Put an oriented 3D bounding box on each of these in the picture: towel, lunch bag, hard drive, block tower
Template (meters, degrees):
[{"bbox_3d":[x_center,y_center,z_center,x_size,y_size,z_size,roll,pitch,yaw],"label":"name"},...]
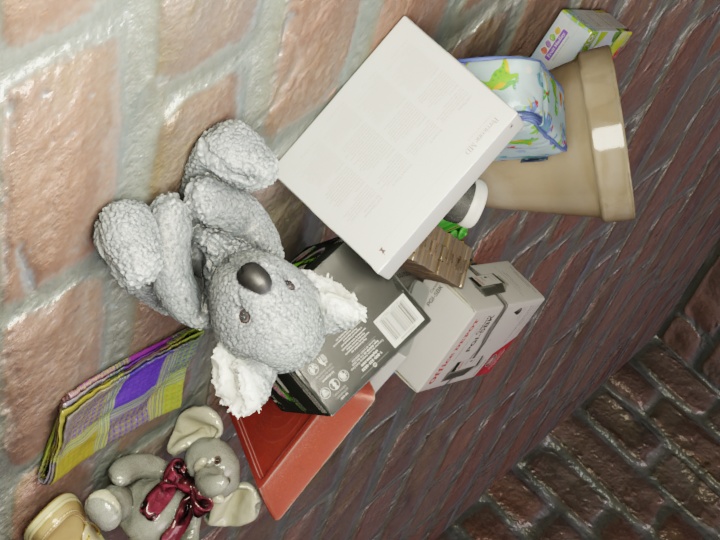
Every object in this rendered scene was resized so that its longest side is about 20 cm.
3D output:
[{"bbox_3d":[-0.245,0.138,1.428,0.199,0.023,0.144,-30,154,-43],"label":"towel"},{"bbox_3d":[0.126,-0.164,1.448,0.200,0.159,0.083,16,73,-71],"label":"lunch bag"},{"bbox_3d":[0.012,0.116,1.706,0.200,0.027,0.132,-51,-168,39],"label":"hard drive"},{"bbox_3d":[0.074,-0.025,1.637,0.200,0.057,0.055,27,77,-65],"label":"block tower"}]

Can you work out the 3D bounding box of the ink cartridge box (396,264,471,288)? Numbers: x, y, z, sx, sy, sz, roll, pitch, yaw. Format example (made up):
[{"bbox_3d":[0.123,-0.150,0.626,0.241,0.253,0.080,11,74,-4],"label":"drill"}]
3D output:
[{"bbox_3d":[0.052,0.054,1.863,0.201,0.068,0.115,-56,160,24],"label":"ink cartridge box"}]

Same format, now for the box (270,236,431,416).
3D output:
[{"bbox_3d":[-0.044,0.057,1.443,0.148,0.125,0.200,-42,-171,-16],"label":"box"}]

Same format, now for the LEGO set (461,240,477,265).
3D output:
[{"bbox_3d":[0.126,0.071,1.989,0.201,0.116,0.153,-55,161,21],"label":"LEGO set"}]

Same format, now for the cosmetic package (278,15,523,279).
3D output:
[{"bbox_3d":[0.035,-0.117,1.330,0.200,0.151,0.052,-48,162,4],"label":"cosmetic package"}]

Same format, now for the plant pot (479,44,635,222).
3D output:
[{"bbox_3d":[0.219,-0.146,1.602,0.172,0.202,0.200,-8,165,9],"label":"plant pot"}]

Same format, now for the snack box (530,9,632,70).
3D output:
[{"bbox_3d":[0.240,-0.229,1.729,0.142,0.053,0.201,-15,143,-57],"label":"snack box"}]

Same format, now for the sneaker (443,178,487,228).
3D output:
[{"bbox_3d":[0.068,-0.107,1.572,0.200,0.111,0.074,-140,-107,-75],"label":"sneaker"}]

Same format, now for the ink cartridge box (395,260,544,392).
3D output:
[{"bbox_3d":[0.134,0.072,1.829,0.199,0.083,0.147,-8,138,-56],"label":"ink cartridge box"}]

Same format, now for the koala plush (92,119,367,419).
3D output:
[{"bbox_3d":[-0.103,0.013,1.203,0.177,0.200,0.184,-41,161,-21],"label":"koala plush"}]

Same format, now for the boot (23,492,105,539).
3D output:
[{"bbox_3d":[-0.289,0.333,1.517,0.073,0.155,0.201,-40,161,-21],"label":"boot"}]

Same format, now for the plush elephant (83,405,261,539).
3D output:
[{"bbox_3d":[-0.197,0.252,1.568,0.154,0.165,0.200,-35,-168,4],"label":"plush elephant"}]

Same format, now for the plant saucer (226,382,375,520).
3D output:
[{"bbox_3d":[-0.083,0.150,1.611,0.037,0.201,0.200,24,113,-36],"label":"plant saucer"}]

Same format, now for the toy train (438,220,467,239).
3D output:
[{"bbox_3d":[0.084,-0.052,1.767,0.199,0.042,0.057,-24,141,-51],"label":"toy train"}]
